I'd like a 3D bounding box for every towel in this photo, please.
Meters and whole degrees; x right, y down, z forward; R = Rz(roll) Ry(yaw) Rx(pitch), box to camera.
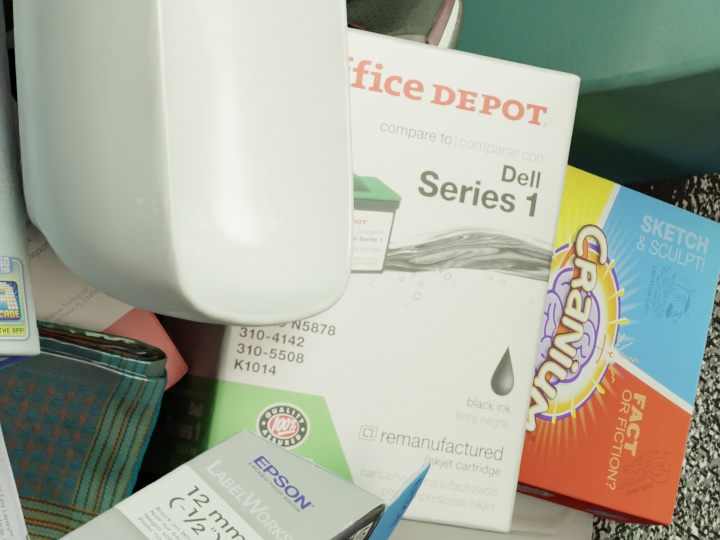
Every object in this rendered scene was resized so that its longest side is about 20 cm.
[{"bbox_3d":[-0.169,0.108,1.165,0.147,0.022,0.200,13,106,-21],"label":"towel"}]

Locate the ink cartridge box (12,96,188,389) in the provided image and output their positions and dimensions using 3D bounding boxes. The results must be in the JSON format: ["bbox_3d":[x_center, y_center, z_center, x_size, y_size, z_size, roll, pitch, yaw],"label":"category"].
[{"bbox_3d":[-0.173,-0.010,1.181,0.116,0.067,0.200,-36,114,-12],"label":"ink cartridge box"}]

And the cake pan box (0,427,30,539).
[{"bbox_3d":[-0.221,0.038,1.038,0.184,0.052,0.200,-10,81,-36],"label":"cake pan box"}]

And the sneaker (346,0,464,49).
[{"bbox_3d":[-0.041,-0.092,1.302,0.116,0.076,0.200,50,63,-24],"label":"sneaker"}]

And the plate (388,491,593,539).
[{"bbox_3d":[0.052,0.049,1.404,0.199,0.032,0.200,11,84,-39],"label":"plate"}]

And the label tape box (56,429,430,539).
[{"bbox_3d":[-0.073,0.138,1.147,0.066,0.143,0.200,42,38,14],"label":"label tape box"}]

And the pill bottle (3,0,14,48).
[{"bbox_3d":[-0.155,-0.158,1.180,0.200,0.120,0.120,28,74,-36],"label":"pill bottle"}]

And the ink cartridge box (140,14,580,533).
[{"bbox_3d":[0.000,0.000,1.244,0.146,0.084,0.200,9,89,-22],"label":"ink cartridge box"}]

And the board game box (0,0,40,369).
[{"bbox_3d":[-0.215,-0.064,1.015,0.200,0.043,0.199,1,78,-36],"label":"board game box"}]

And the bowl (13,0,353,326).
[{"bbox_3d":[-0.068,-0.077,1.095,0.200,0.075,0.200,1,85,-71],"label":"bowl"}]

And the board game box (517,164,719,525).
[{"bbox_3d":[0.077,0.025,1.377,0.200,0.040,0.153,18,80,-37],"label":"board game box"}]

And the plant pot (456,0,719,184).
[{"bbox_3d":[0.146,-0.125,1.369,0.141,0.200,0.141,18,80,-37],"label":"plant pot"}]
